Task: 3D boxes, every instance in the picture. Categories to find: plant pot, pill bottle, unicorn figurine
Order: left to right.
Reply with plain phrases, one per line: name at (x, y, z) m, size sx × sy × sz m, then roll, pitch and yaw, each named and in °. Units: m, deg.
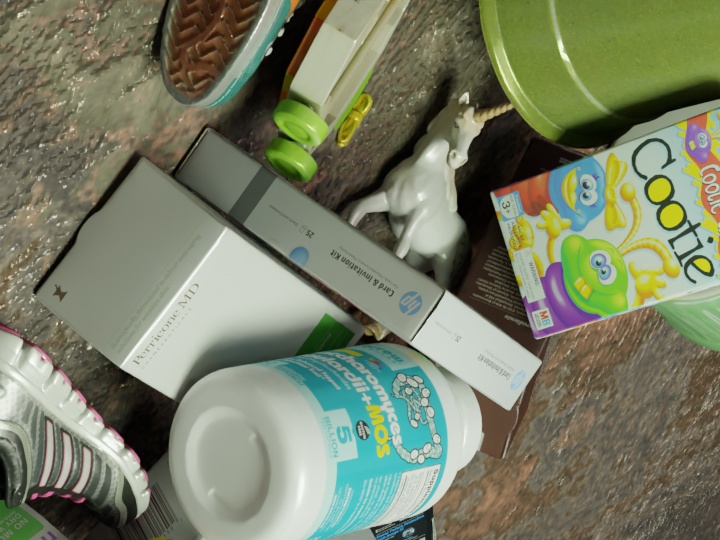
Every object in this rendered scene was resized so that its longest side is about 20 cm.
pill bottle at (-0.013, 0.103, 1.572) m, size 0.200 × 0.111 × 0.111 m, roll -8°, pitch 126°, yaw -50°
unicorn figurine at (0.042, -0.033, 1.731) m, size 0.138 × 0.074 × 0.200 m, roll -55°, pitch 165°, yaw -19°
plant pot at (0.207, -0.179, 1.622) m, size 0.199 × 0.189 × 0.201 m, roll -1°, pitch 91°, yaw -45°

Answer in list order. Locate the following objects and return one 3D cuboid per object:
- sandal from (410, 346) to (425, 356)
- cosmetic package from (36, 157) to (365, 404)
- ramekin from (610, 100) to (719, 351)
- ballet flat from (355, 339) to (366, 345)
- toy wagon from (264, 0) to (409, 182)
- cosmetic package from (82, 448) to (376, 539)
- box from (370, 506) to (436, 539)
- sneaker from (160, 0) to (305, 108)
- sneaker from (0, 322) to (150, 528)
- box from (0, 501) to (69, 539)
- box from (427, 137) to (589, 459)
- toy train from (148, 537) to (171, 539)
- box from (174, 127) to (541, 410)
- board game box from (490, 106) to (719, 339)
sandal at (0.055, 0.093, 1.883) m, size 0.076 × 0.043 × 0.201 m, roll 9°, pitch 112°, yaw -56°
cosmetic package at (-0.093, 0.025, 1.574) m, size 0.108 × 0.085 × 0.200 m, roll -53°, pitch 150°, yaw 1°
ramekin at (0.269, -0.047, 1.905) m, size 0.098 × 0.200 × 0.201 m, roll 25°, pitch 98°, yaw -51°
ballet flat at (0.007, 0.085, 1.775) m, size 0.200 × 0.057 × 0.067 m, roll 26°, pitch 101°, yaw -50°
toy wagon at (-0.007, -0.127, 1.548) m, size 0.156 × 0.039 × 0.200 m, roll -57°, pitch 177°, yaw -17°
cosmetic package at (-0.073, 0.192, 1.665) m, size 0.101 × 0.071 × 0.200 m, roll -46°, pitch 140°, yaw 14°
box at (-0.045, 0.180, 1.767) m, size 0.199 × 0.046 × 0.159 m, roll -23°, pitch 141°, yaw -14°
sneaker at (-0.041, -0.178, 1.467) m, size 0.080 × 0.071 × 0.201 m, roll 15°, pitch 105°, yaw -53°
sneaker at (-0.195, 0.107, 1.526) m, size 0.088 × 0.074 × 0.200 m, roll -48°, pitch 144°, yaw -11°
box at (-0.246, 0.268, 1.582) m, size 0.200 × 0.097 × 0.177 m, roll -38°, pitch 145°, yaw -25°
box at (0.108, 0.018, 1.777) m, size 0.100 × 0.075 × 0.200 m, roll 102°, pitch 11°, yaw -51°
toy train at (-0.088, 0.225, 1.575) m, size 0.199 × 0.056 × 0.151 m, roll 2°, pitch 123°, yaw -43°
box at (0.000, 0.000, 1.566) m, size 0.041 × 0.200 × 0.156 m, roll -56°, pitch 150°, yaw -1°
board game box at (0.198, -0.036, 1.655) m, size 0.103 × 0.200 × 0.105 m, roll -15°, pitch 86°, yaw -46°
